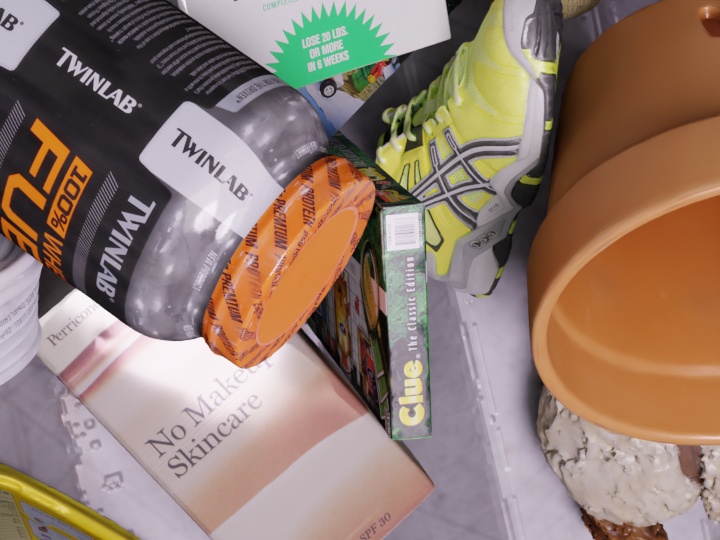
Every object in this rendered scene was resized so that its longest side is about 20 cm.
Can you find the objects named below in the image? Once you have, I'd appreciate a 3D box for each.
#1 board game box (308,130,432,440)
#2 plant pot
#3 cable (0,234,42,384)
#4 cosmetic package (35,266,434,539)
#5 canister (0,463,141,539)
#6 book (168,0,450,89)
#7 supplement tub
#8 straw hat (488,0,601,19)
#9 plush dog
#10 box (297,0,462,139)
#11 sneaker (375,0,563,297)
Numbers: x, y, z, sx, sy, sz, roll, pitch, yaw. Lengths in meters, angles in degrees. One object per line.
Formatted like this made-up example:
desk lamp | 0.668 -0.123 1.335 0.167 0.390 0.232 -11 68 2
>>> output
board game box | 0.000 0.000 1.118 0.023 0.200 0.105 -3 103 -11
plant pot | 0.169 -0.032 1.098 0.199 0.140 0.200 -3 143 -2
cable | -0.237 0.017 1.057 0.199 0.200 0.069 6 113 23
cosmetic package | -0.069 0.058 1.172 0.103 0.087 0.200 -43 109 -1
canister | -0.137 0.174 1.121 0.148 0.200 0.087 32 92 -19
book | -0.039 -0.183 1.076 0.133 0.048 0.201 -21 112 -26
supplement tub | -0.100 -0.053 1.016 0.200 0.123 0.123 35 93 14
straw hat | 0.088 -0.165 1.138 0.201 0.201 0.085 25 122 -19
plush dog | 0.175 0.076 1.224 0.171 0.161 0.201 -8 106 11
box | -0.048 -0.164 1.119 0.137 0.038 0.200 -47 119 -17
sneaker | 0.047 -0.060 1.138 0.076 0.076 0.200 14 139 -2
